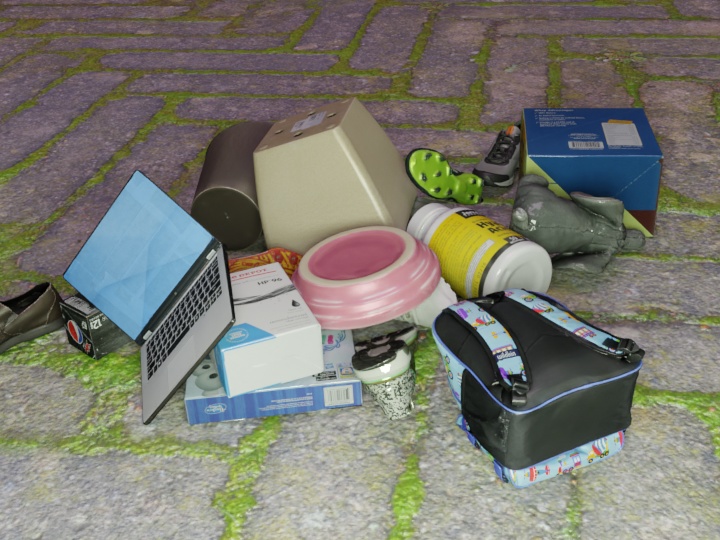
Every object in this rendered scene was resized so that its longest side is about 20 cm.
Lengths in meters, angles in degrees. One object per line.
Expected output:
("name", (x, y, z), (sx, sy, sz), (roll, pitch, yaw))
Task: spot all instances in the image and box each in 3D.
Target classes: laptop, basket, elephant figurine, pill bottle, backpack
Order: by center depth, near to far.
("backpack", (0.173, 0.110, 0.973), (0.182, 0.135, 0.200), (-16, 33, -22))
("laptop", (-0.247, 0.031, 1.031), (0.116, 0.187, 0.200), (24, 31, -32))
("pill bottle", (0.152, -0.019, 1.225), (0.111, 0.112, 0.200), (-21, 34, -28))
("elephant figurine", (0.309, -0.058, 1.262), (0.199, 0.142, 0.155), (12, 47, 8))
("basket", (-0.185, -0.131, 1.431), (0.180, 0.136, 0.200), (-10, 32, 14))

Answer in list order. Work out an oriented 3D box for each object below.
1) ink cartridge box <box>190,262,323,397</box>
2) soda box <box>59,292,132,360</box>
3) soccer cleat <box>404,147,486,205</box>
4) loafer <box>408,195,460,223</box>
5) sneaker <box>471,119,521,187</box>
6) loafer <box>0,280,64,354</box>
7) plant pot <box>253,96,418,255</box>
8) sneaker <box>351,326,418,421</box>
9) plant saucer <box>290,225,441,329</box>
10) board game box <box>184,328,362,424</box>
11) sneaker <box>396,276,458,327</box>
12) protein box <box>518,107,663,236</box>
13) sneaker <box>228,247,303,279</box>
("ink cartridge box", (-0.130, 0.055, 1.072), (0.116, 0.068, 0.200), (-14, 31, -17))
("soda box", (-0.291, 0.037, 1.201), (0.063, 0.071, 0.200), (23, 39, 35))
("soccer cleat", (0.114, -0.138, 1.379), (0.081, 0.068, 0.200), (10, -4, 37))
("loafer", (0.123, -0.078, 1.372), (0.200, 0.070, 0.070), (17, 44, 32))
("sneaker", (0.246, -0.201, 1.567), (0.074, 0.080, 0.200), (15, 35, 25))
("loafer", (-0.475, 0.066, 1.165), (0.073, 0.072, 0.200), (24, 39, 38))
("plant pot", (-0.049, -0.135, 1.322), (0.200, 0.177, 0.200), (-15, 25, 20))
("sneaker", (0.035, 0.121, 1.037), (0.077, 0.089, 0.200), (-15, 4, 11))
("plant saucer", (0.000, 0.000, 1.147), (0.200, 0.051, 0.201), (-11, 28, 6))
("board game box", (-0.107, 0.101, 1.103), (0.199, 0.043, 0.199), (-5, 30, -4))
("sneaker", (0.059, 0.038, 1.183), (0.080, 0.077, 0.200), (-26, 29, -22))
("protein box", (0.353, -0.159, 1.427), (0.198, 0.135, 0.200), (1, 30, 7))
("sneaker", (-0.149, 0.011, 1.229), (0.200, 0.073, 0.077), (-1, -11, -29))
